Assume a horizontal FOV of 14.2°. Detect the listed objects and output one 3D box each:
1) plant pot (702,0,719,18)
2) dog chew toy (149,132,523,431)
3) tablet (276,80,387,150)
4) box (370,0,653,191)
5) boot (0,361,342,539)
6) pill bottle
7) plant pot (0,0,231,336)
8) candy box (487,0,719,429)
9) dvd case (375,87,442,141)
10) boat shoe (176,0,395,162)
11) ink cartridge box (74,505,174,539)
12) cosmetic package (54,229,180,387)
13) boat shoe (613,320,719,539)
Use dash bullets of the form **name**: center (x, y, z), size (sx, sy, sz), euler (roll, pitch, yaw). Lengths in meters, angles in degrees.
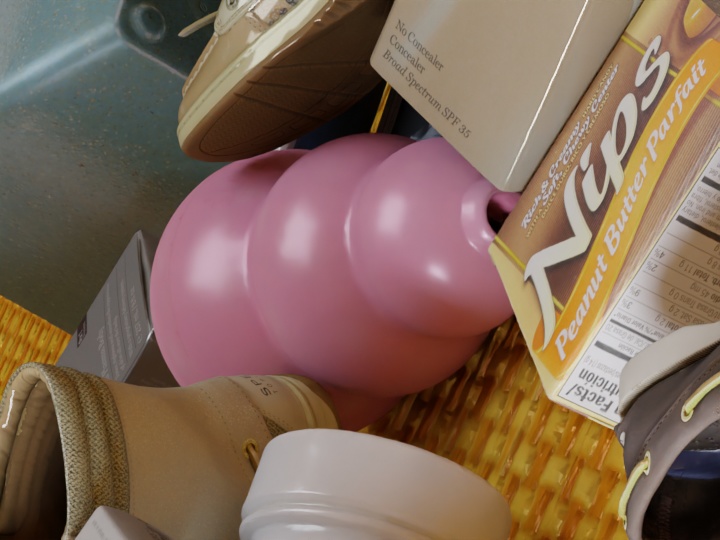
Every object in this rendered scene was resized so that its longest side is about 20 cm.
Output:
- **plant pot**: center (0.146, -0.127, 0.798), size (0.187, 0.200, 0.187), euler (-53, 22, 33)
- **dog chew toy**: center (0.000, 0.000, 1.174), size (0.200, 0.124, 0.125), euler (-22, 46, 54)
- **tablet**: center (-0.005, -0.099, 1.351), size (0.130, 0.014, 0.201), euler (46, -118, -74)
- **box**: center (0.090, -0.136, 1.058), size (0.095, 0.078, 0.200), euler (45, 125, 37)
- **boot**: center (-0.075, 0.135, 1.085), size (0.072, 0.154, 0.201), euler (-6, 81, 41)
- **pill bottle**: center (-0.016, 0.165, 1.012), size (0.113, 0.113, 0.201), euler (-31, 39, 59)
- **plant pot**: center (-0.125, -0.103, 1.538), size (0.200, 0.196, 0.196), euler (-30, 39, 47)
- **candy box**: center (0.124, -0.052, 0.991), size (0.200, 0.055, 0.116), euler (-59, 20, 19)
- **dvd case**: center (0.058, -0.087, 1.261), size (0.200, 0.025, 0.151), euler (-22, 46, 65)
- **boat shoe**: center (-0.008, -0.121, 1.145), size (0.200, 0.073, 0.063), euler (-44, 62, 25)
- **ink cartridge box**: center (-0.108, 0.186, 0.944), size (0.200, 0.057, 0.163), euler (-59, 20, 1)
- **cosmetic package**: center (-0.119, 0.095, 1.423), size (0.200, 0.090, 0.107), euler (-55, 24, 19)
- **boat shoe**: center (0.133, 0.034, 0.843), size (0.200, 0.072, 0.060), euler (138, 145, -58)
